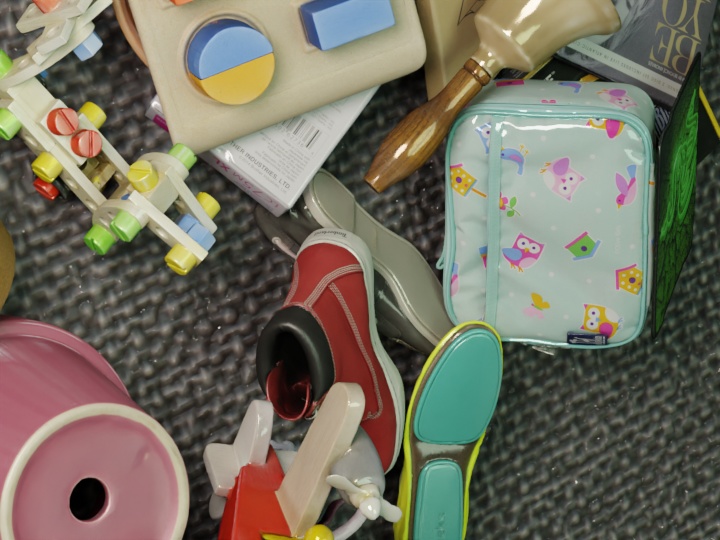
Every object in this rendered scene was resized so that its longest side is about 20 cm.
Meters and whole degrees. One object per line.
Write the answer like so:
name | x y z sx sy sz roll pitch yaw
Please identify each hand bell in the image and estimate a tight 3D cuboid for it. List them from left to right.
hand bell | 0.074 -0.132 1.523 0.200 0.104 0.104 -46 120 -4

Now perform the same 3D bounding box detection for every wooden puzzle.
wooden puzzle | -0.056 -0.185 1.426 0.185 0.046 0.201 -22 118 -13

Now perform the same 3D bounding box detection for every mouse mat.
mouse mat | 0.236 -0.059 1.648 0.200 0.007 0.162 -58 150 -61

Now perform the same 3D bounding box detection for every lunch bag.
lunch bag | 0.134 -0.036 1.606 0.160 0.077 0.201 3 116 7

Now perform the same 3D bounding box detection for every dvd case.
dvd case | 0.222 -0.236 1.688 0.148 0.016 0.201 20 82 -37

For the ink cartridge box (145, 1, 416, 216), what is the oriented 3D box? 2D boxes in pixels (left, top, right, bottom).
ink cartridge box | -0.044 -0.151 1.532 0.119 0.042 0.200 37 76 -6

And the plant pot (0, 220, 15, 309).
plant pot | -0.305 -0.029 1.321 0.200 0.186 0.187 33 77 -46

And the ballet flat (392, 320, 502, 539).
ballet flat | 0.056 0.125 1.633 0.067 0.067 0.201 4 106 -19

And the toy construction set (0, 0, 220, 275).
toy construction set | -0.174 -0.089 1.417 0.092 0.131 0.201 -37 115 -26

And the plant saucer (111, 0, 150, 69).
plant saucer | -0.074 -0.209 1.456 0.199 0.037 0.201 -9 115 -19

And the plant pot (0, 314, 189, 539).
plant pot | -0.205 0.135 1.394 0.199 0.179 0.201 -4 98 -33

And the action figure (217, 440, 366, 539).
action figure | -0.075 0.228 1.526 0.134 0.149 0.200 48 56 -36

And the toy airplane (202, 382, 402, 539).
toy airplane | -0.043 0.178 1.396 0.141 0.200 0.200 19 75 -6

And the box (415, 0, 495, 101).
box | 0.091 -0.214 1.577 0.164 0.021 0.200 -54 157 -24

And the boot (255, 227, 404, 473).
boot | -0.025 0.092 1.530 0.144 0.072 0.201 -65 150 -52

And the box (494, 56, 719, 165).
box | 0.175 -0.109 1.709 0.200 0.049 0.160 -41 119 -24

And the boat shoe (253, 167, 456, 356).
boat shoe | 0.000 0.000 1.604 0.200 0.057 0.067 46 35 -34
